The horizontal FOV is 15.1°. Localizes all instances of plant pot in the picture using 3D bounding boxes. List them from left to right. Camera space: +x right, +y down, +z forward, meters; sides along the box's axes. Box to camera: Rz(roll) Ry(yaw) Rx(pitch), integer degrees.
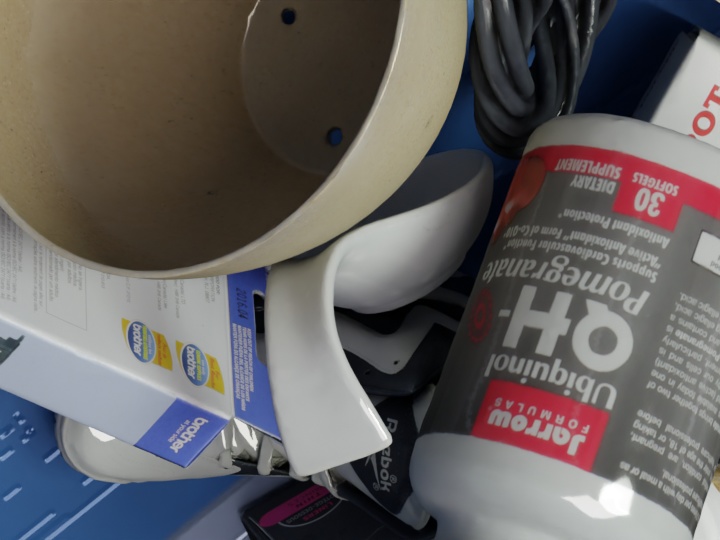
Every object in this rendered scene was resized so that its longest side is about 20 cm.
[{"bbox_3d":[-0.037,-0.092,1.022,0.134,0.200,0.201,10,110,-60],"label":"plant pot"}]

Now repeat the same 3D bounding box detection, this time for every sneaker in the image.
[{"bbox_3d":[-0.017,0.061,1.101,0.198,0.130,0.080,-5,111,-18],"label":"sneaker"}]

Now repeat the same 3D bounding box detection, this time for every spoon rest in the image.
[{"bbox_3d":[0.000,0.000,1.051,0.099,0.200,0.061,-20,112,19],"label":"spoon rest"}]

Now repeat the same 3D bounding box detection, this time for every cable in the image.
[{"bbox_3d":[0.074,-0.135,1.049,0.050,0.163,0.201,7,110,8],"label":"cable"}]

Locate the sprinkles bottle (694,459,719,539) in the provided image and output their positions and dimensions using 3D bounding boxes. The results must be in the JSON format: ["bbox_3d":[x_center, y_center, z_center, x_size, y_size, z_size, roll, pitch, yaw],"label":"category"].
[{"bbox_3d":[0.154,0.113,1.157,0.200,0.068,0.069,3,114,-62],"label":"sprinkles bottle"}]

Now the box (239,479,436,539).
[{"bbox_3d":[0.050,0.173,1.180,0.122,0.106,0.201,-28,116,-10],"label":"box"}]

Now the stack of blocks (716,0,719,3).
[{"bbox_3d":[0.225,-0.124,1.073,0.199,0.059,0.115,34,115,-5],"label":"stack of blocks"}]

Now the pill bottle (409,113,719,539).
[{"bbox_3d":[0.083,0.052,1.021,0.110,0.110,0.201,28,73,-26],"label":"pill bottle"}]

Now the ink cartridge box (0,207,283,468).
[{"bbox_3d":[-0.115,0.001,1.049,0.199,0.120,0.042,24,126,-25],"label":"ink cartridge box"}]

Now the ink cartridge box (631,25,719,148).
[{"bbox_3d":[0.188,0.009,1.136,0.199,0.083,0.147,29,99,1],"label":"ink cartridge box"}]
